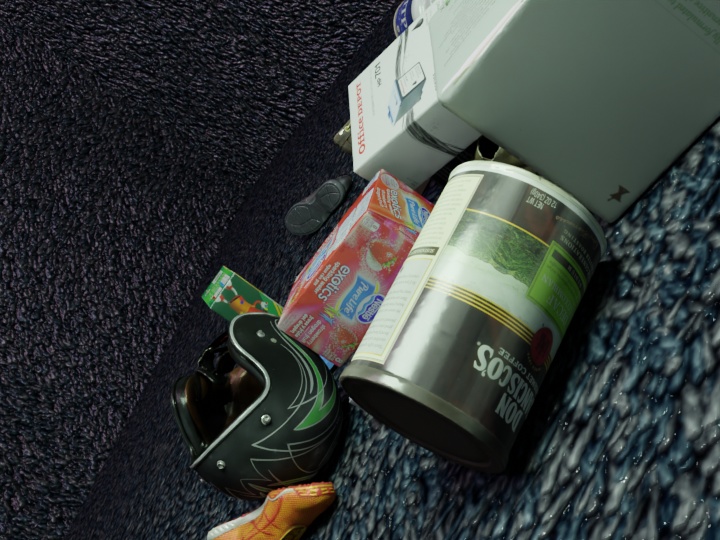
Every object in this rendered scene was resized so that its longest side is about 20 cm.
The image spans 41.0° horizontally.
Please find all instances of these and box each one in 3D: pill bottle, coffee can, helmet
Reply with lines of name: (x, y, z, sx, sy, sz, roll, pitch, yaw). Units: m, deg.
pill bottle: (0.147, -0.507, 1.904, 0.121, 0.119, 0.200, -58, 13, -8)
coffee can: (0.091, 0.037, 0.771, 0.202, 0.145, 0.146, -61, 14, -17)
helmet: (-0.114, 0.168, 1.115, 0.200, 0.198, 0.192, -48, 56, 33)

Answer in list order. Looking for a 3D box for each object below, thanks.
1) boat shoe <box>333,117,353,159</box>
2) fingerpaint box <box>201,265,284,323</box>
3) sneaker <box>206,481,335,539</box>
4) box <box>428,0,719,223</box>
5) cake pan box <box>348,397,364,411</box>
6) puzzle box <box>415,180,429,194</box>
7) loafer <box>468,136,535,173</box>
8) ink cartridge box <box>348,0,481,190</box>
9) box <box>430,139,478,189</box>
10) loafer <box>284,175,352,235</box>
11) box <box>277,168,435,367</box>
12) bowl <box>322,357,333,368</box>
boat shoe: (0.020, -0.231, 1.320, 0.072, 0.059, 0.202, -42, 21, 54)
fingerpaint box: (-0.176, 0.074, 1.613, 0.074, 0.166, 0.200, -54, 14, -5)
sneaker: (-0.092, 0.291, 1.059, 0.200, 0.072, 0.078, -41, 56, 33)
box: (0.192, -0.196, 0.811, 0.200, 0.198, 0.172, -48, 22, 29)
cake pan box: (0.073, 0.045, 1.035, 0.200, 0.052, 0.185, -44, 16, 43)
puzzle box: (0.099, -0.178, 1.514, 0.202, 0.025, 0.133, -60, 14, -10)
loafer: (0.160, -0.136, 1.100, 0.077, 0.067, 0.200, -62, 14, -24)
ink cartridge box: (0.079, -0.203, 1.102, 0.199, 0.085, 0.148, -37, 43, 36)
box: (0.136, -0.225, 1.282, 0.197, 0.123, 0.200, -52, 14, 13)
loafer: (-0.084, -0.137, 2.028, 0.199, 0.072, 0.063, -35, 5, 45)
box: (0.000, 0.000, 1.092, 0.200, 0.095, 0.100, -50, 12, 33)
bowl: (-0.058, 0.092, 1.406, 0.201, 0.039, 0.201, -52, 12, 16)
